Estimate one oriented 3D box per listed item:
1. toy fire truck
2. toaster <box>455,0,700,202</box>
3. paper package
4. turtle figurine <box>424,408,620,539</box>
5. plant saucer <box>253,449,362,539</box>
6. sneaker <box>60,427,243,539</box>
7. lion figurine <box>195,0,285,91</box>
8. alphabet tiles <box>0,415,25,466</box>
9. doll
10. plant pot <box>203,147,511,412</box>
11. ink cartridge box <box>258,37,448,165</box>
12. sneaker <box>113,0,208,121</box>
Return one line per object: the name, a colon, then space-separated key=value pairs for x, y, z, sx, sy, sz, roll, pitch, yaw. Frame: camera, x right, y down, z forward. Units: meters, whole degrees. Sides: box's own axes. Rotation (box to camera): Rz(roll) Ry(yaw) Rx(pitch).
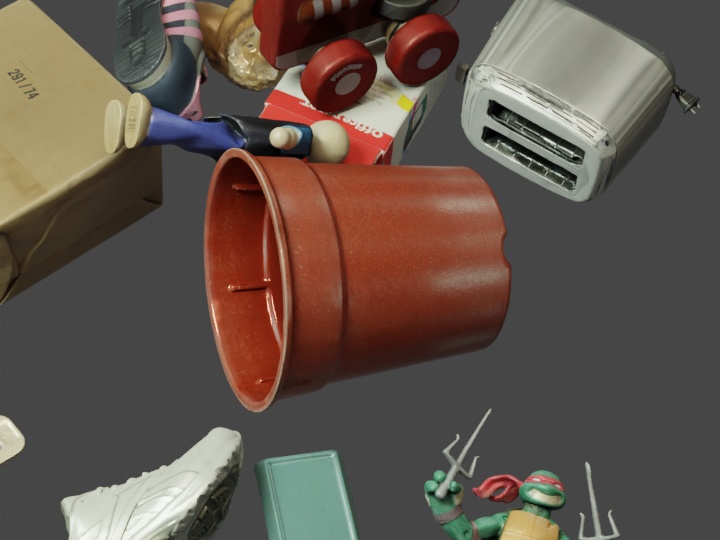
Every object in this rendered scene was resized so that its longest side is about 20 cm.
toy fire truck: x=0.005 y=-0.239 z=1.394 sx=0.200 sy=0.168 sz=0.112 roll=-21 pitch=60 yaw=-23
toaster: x=0.184 y=-0.148 z=1.472 sx=0.200 sy=0.114 sz=0.129 roll=31 pitch=59 yaw=14
paper package: x=-0.290 y=-0.103 z=1.383 sx=0.191 sy=0.104 sz=0.200 roll=-35 pitch=64 yaw=-28
turtle figurine: x=0.117 y=0.208 z=1.192 sx=0.149 sy=0.101 sz=0.200 roll=8 pitch=66 yaw=18
plant saucer: x=-0.027 y=0.218 z=1.218 sx=0.070 sy=0.019 sz=0.200 roll=-6 pitch=54 yaw=-11
sneaker: x=-0.164 y=0.176 z=1.199 sx=0.099 sy=0.078 sz=0.200 roll=29 pitch=53 yaw=19
lion figurine: x=-0.147 y=-0.227 z=1.530 sx=0.200 sy=0.073 sz=0.123 roll=12 pitch=58 yaw=21
alphabet tiles: x=-0.361 y=0.142 z=1.238 sx=0.195 sy=0.015 sz=0.200 roll=-32 pitch=62 yaw=-28
doll: x=-0.096 y=-0.105 z=1.323 sx=0.200 sy=0.136 sz=0.049 roll=4 pitch=86 yaw=-32
plant pot: x=0.000 y=0.000 z=1.293 sx=0.195 sy=0.201 sz=0.201 roll=-5 pitch=52 yaw=-21
ink cartridge box: x=-0.010 y=-0.142 z=1.469 sx=0.116 sy=0.067 sz=0.200 roll=23 pitch=53 yaw=11
sneaker: x=-0.167 y=-0.202 z=1.456 sx=0.070 sy=0.082 sz=0.200 roll=-24 pitch=39 yaw=23
